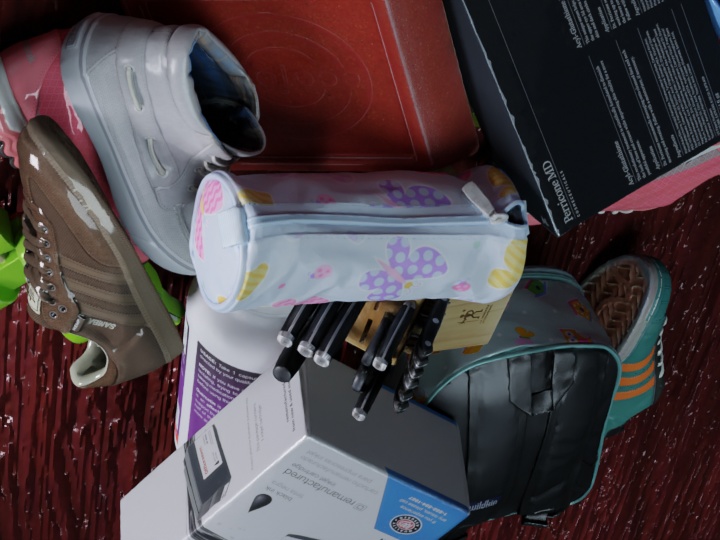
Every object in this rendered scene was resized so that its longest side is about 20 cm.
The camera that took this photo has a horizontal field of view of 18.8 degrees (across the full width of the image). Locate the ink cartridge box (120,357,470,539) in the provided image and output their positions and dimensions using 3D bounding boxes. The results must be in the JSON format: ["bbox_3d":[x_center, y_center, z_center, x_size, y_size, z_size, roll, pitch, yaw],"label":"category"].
[{"bbox_3d":[-0.047,0.158,1.450,0.144,0.085,0.200,28,126,-31],"label":"ink cartridge box"}]

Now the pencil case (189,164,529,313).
[{"bbox_3d":[0.000,-0.019,1.277,0.199,0.091,0.084,-2,93,-24],"label":"pencil case"}]

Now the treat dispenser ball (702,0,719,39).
[{"bbox_3d":[0.291,-0.202,1.292,0.199,0.202,0.202,-12,139,-11],"label":"treat dispenser ball"}]

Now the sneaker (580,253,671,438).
[{"bbox_3d":[0.197,0.058,1.642,0.079,0.072,0.201,-4,142,-26],"label":"sneaker"}]

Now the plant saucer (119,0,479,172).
[{"bbox_3d":[-0.043,-0.123,1.292,0.198,0.037,0.201,1,143,17],"label":"plant saucer"}]

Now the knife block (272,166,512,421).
[{"bbox_3d":[0.000,0.000,1.373,0.174,0.201,0.064,-4,137,-29],"label":"knife block"}]

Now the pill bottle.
[{"bbox_3d":[-0.067,0.059,1.488,0.112,0.113,0.201,-7,138,-16],"label":"pill bottle"}]

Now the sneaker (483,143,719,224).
[{"bbox_3d":[0.176,-0.063,1.480,0.199,0.074,0.087,-19,141,-3],"label":"sneaker"}]

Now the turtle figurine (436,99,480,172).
[{"bbox_3d":[0.059,-0.140,1.347,0.200,0.064,0.161,38,102,-16],"label":"turtle figurine"}]

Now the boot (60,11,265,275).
[{"bbox_3d":[-0.098,-0.067,1.285,0.095,0.074,0.201,7,144,30],"label":"boot"}]

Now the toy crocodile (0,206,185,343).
[{"bbox_3d":[-0.192,-0.002,1.413,0.067,0.062,0.199,-28,145,31],"label":"toy crocodile"}]

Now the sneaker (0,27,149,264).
[{"bbox_3d":[-0.160,-0.072,1.336,0.086,0.074,0.200,-28,139,5],"label":"sneaker"}]

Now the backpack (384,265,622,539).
[{"bbox_3d":[0.090,0.082,1.549,0.174,0.154,0.201,-7,146,-16],"label":"backpack"}]

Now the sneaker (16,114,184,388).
[{"bbox_3d":[-0.170,0.000,1.299,0.075,0.071,0.201,-30,131,-5],"label":"sneaker"}]

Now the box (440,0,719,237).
[{"bbox_3d":[0.126,-0.145,1.290,0.141,0.079,0.201,-30,118,-11],"label":"box"}]
